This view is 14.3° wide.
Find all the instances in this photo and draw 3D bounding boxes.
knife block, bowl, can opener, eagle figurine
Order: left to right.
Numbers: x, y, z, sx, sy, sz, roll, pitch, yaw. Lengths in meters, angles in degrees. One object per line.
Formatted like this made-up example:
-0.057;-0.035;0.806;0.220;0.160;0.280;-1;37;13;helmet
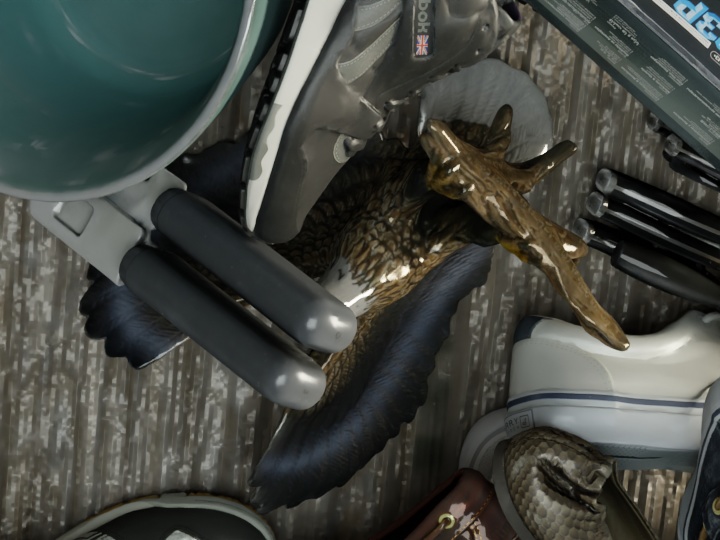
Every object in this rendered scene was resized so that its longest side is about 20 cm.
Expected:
-0.104;-0.133;1.168;0.200;0.105;0.202;4;99;27;bowl
-0.086;-0.011;1.190;0.067;0.200;0.053;22;101;-47;can opener
-0.005;0.001;1.243;0.200;0.151;0.152;-31;66;40;eagle figurine
0.198;0.013;1.279;0.175;0.064;0.200;-20;108;3;knife block

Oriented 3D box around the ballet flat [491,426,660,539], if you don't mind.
0.125;0.138;1.254;0.046;0.067;0.200;-21;123;27;ballet flat

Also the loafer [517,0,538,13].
0.048;-0.170;1.217;0.200;0.068;0.071;29;68;-6;loafer

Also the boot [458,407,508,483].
0.100;0.164;1.300;0.073;0.096;0.200;-21;107;2;boot

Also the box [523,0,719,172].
0.180;-0.114;1.193;0.200;0.046;0.159;39;60;-10;box

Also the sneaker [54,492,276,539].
-0.132;0.157;1.286;0.199;0.088;0.076;-14;106;-2;sneaker

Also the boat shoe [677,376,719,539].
0.175;0.126;1.239;0.071;0.091;0.200;-6;148;5;boat shoe

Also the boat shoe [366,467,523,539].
-0.005;0.150;1.283;0.200;0.070;0.070;-34;111;26;boat shoe

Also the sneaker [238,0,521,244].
0.014;-0.090;1.134;0.087;0.076;0.200;20;114;-5;sneaker

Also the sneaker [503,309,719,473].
0.161;0.053;1.286;0.199;0.073;0.071;6;74;-20;sneaker
